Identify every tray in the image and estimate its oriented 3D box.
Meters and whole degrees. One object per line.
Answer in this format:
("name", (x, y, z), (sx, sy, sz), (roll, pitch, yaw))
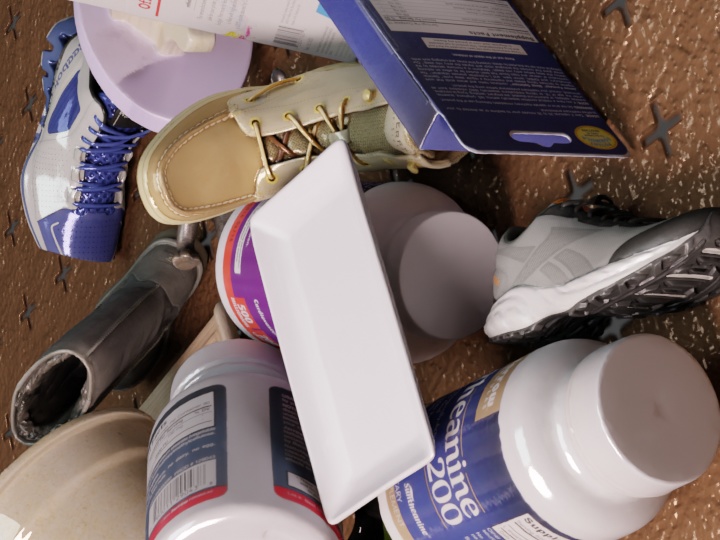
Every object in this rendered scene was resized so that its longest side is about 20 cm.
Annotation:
("tray", (-0.007, 0.035, 1.210), (0.107, 0.022, 0.200), (-39, 59, 46))

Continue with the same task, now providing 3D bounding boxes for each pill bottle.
("pill bottle", (-0.072, 0.133, 1.297), (0.200, 0.120, 0.120), (-97, 23, -59))
("pill bottle", (0.103, 0.102, 1.160), (0.200, 0.111, 0.111), (-32, 64, 53))
("pill bottle", (0.000, 0.000, 1.318), (0.200, 0.112, 0.113), (4, 94, 58))

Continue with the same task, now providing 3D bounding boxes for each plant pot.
("plant pot", (-0.152, 0.228, 1.457), (0.183, 0.200, 0.201), (37, 123, 28))

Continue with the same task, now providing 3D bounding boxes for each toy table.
("toy table", (-0.134, -0.209, 1.481), (0.117, 0.184, 0.200), (114, 137, -57))

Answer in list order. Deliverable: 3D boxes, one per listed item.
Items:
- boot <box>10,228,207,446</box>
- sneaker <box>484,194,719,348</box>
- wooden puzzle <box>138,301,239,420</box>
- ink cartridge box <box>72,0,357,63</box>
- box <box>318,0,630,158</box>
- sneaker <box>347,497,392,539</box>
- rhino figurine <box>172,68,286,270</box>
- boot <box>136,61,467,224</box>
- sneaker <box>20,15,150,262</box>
("boot", (-0.196, 0.072, 1.558), (0.182, 0.073, 0.200), (-62, 1, 39))
("sneaker", (0.132, -0.009, 1.153), (0.200, 0.074, 0.079), (-20, 68, 56))
("wooden puzzle", (-0.104, 0.147, 1.559), (0.200, 0.037, 0.185), (-54, 48, 49))
("ink cartridge box", (-0.085, -0.200, 1.334), (0.115, 0.200, 0.068), (124, 156, -72))
("box", (0.059, -0.119, 1.215), (0.200, 0.121, 0.032), (57, 135, 40))
("sneaker", (0.018, 0.214, 1.315), (0.074, 0.087, 0.200), (9, 98, 57))
("rhino figurine", (-0.073, -0.079, 1.479), (0.200, 0.060, 0.087), (-40, 47, 46))
("boot", (-0.023, -0.081, 1.283), (0.155, 0.200, 0.073), (5, 113, 55))
("sneaker", (-0.210, -0.105, 1.673), (0.115, 0.081, 0.200), (10, 97, 59))
